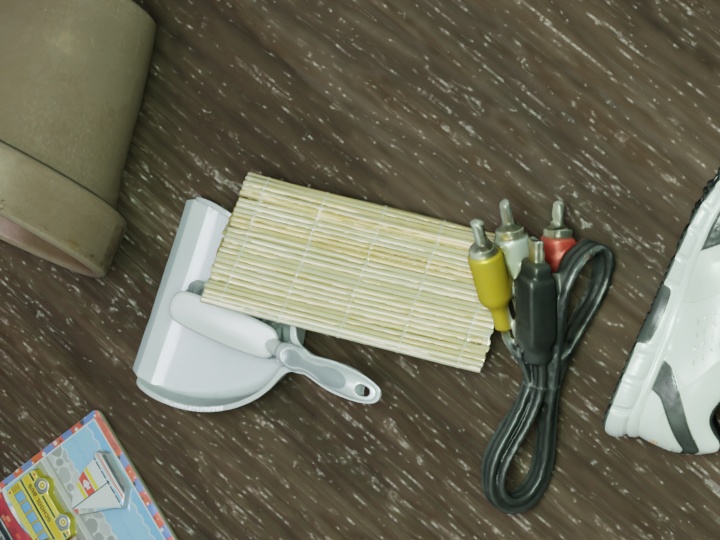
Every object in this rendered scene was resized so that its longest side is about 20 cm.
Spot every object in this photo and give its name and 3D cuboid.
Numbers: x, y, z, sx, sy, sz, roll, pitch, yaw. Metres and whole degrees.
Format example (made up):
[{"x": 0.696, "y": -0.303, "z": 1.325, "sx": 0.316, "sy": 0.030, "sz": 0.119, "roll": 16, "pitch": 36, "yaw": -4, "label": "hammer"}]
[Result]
[{"x": -0.063, "y": 0.046, "z": 1.827, "sx": 0.199, "sy": 0.057, "sz": 0.140, "roll": 22, "pitch": 100, "yaw": 22, "label": "dustpan and brush"}, {"x": -0.221, "y": -0.114, "z": 1.846, "sx": 0.200, "sy": 0.200, "sz": 0.175, "roll": 25, "pitch": 83, "yaw": 23, "label": "plant pot"}, {"x": 0.220, "y": 0.021, "z": 1.699, "sx": 0.080, "sy": 0.074, "sz": 0.201, "roll": 23, "pitch": 105, "yaw": 8, "label": "sneaker"}, {"x": -0.188, "y": 0.220, "z": 1.912, "sx": 0.151, "sy": 0.017, "sz": 0.200, "roll": -38, "pitch": 76, "yaw": 21, "label": "puzzle board"}, {"x": 0.111, "y": 0.052, "z": 1.756, "sx": 0.050, "sy": 0.097, "sz": 0.201, "roll": 32, "pitch": 127, "yaw": 52, "label": "cable"}, {"x": 0.000, "y": 0.000, "z": 1.791, "sx": 0.199, "sy": 0.012, "sz": 0.096, "roll": 14, "pitch": 75, "yaw": 16, "label": "sushi mat"}]
